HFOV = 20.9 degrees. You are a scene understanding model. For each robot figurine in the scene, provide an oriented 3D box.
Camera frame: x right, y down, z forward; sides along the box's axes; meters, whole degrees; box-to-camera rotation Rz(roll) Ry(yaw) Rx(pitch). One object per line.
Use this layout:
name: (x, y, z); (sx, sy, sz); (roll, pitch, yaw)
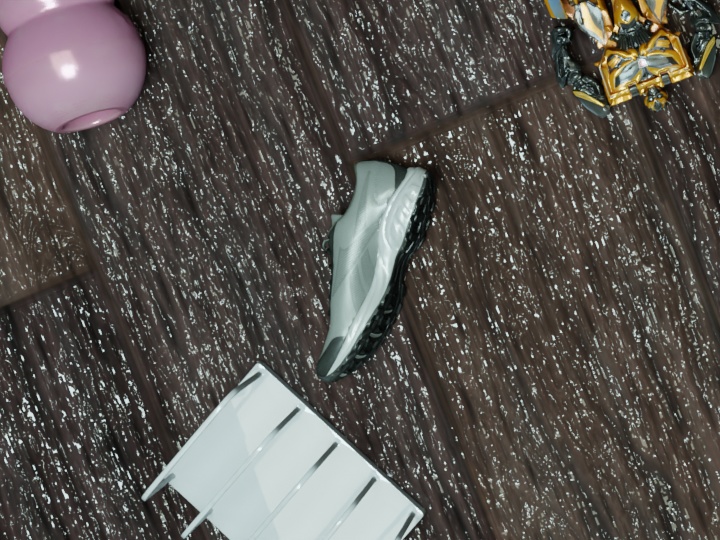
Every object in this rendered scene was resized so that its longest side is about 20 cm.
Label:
robot figurine: (0.214, -0.227, 1.626); (0.144, 0.058, 0.202); (-20, 92, 12)

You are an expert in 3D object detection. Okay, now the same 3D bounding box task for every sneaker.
sneaker: (0.000, 0.000, 1.686); (0.079, 0.074, 0.202); (20, 93, 16)

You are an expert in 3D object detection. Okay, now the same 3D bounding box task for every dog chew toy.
dog chew toy: (-0.259, -0.224, 1.677); (0.123, 0.124, 0.202); (-18, 85, 11)

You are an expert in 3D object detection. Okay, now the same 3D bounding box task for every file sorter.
file sorter: (-0.068, 0.205, 1.687); (0.200, 0.125, 0.139); (42, 101, 2)
